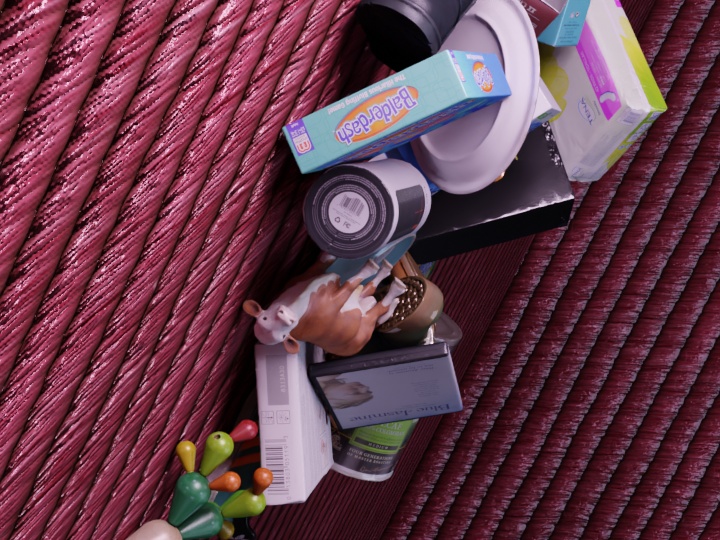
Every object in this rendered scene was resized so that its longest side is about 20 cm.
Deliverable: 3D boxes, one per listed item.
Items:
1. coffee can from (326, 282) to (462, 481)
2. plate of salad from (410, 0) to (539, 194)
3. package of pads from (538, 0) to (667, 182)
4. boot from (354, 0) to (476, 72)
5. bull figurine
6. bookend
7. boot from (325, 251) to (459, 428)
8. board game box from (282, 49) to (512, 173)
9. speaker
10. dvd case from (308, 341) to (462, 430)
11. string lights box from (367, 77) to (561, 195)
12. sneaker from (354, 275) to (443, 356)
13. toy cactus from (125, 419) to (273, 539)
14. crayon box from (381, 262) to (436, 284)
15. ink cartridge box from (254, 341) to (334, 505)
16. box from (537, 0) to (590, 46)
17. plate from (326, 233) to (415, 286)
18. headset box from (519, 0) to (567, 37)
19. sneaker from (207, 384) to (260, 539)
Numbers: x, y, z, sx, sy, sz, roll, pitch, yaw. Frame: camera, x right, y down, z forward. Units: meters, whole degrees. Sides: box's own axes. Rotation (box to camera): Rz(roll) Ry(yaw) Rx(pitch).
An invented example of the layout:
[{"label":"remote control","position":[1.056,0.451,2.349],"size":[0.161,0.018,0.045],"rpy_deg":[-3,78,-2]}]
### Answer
[{"label":"coffee can","position":[0.015,0.132,1.727],"size":[0.200,0.146,0.146],"rpy_deg":[-65,169,15]},{"label":"plate of salad","position":[0.111,-0.172,1.363],"size":[0.048,0.200,0.200],"rpy_deg":[4,121,-34]},{"label":"package of pads","position":[0.260,-0.222,1.663],"size":[0.068,0.200,0.155],"rpy_deg":[0,148,-28]},{"label":"boot","position":[0.072,-0.257,1.204],"size":[0.168,0.076,0.200],"rpy_deg":[-58,176,-2]},{"label":"bull figurine","position":[-0.029,0.031,1.354],"size":[0.121,0.065,0.200],"rpy_deg":[-44,159,6]},{"label":"bookend","position":[0.121,-0.130,1.652],"size":[0.200,0.199,0.092],"rpy_deg":[-16,162,-3]},{"label":"boot","position":[0.015,0.081,1.606],"size":[0.077,0.155,0.200],"rpy_deg":[-84,159,-66]},{"label":"board game box","position":[0.037,-0.137,1.216],"size":[0.152,0.045,0.200],"rpy_deg":[-23,180,19]},{"label":"speaker","position":[0.010,-0.059,1.283],"size":[0.081,0.081,0.200],"rpy_deg":[-64,172,10]},{"label":"dvd case","position":[0.031,0.125,1.505],"size":[0.200,0.142,0.018],"rpy_deg":[70,11,-67]},{"label":"string lights box","position":[0.104,-0.136,1.472],"size":[0.200,0.059,0.103],"rpy_deg":[-33,176,14]},{"label":"sneaker","position":[0.051,0.063,1.481],"size":[0.200,0.090,0.067],"rpy_deg":[-24,-143,60]},{"label":"toy cactus","position":[-0.168,0.236,1.352],"size":[0.165,0.102,0.200],"rpy_deg":[-23,146,-43]},{"label":"crayon box","position":[0.068,-0.036,1.809],"size":[0.126,0.052,0.200],"rpy_deg":[-52,165,-41]},{"label":"ink cartridge box","position":[-0.067,0.143,1.475],"size":[0.200,0.050,0.161],"rpy_deg":[-32,119,-84]},{"label":"box","position":[0.221,-0.352,1.558],"size":[0.049,0.082,0.200],"rpy_deg":[-13,124,-47]},{"label":"plate","position":[0.000,0.000,1.485],"size":[0.200,0.026,0.200],"rpy_deg":[-40,171,-8]},{"label":"headset box","position":[0.169,-0.293,1.430],"size":[0.149,0.075,0.200],"rpy_deg":[-59,-174,-24]},{"label":"sneaker","position":[-0.100,0.191,1.509],"size":[0.200,0.080,0.071],"rpy_deg":[-63,169,-12]}]
